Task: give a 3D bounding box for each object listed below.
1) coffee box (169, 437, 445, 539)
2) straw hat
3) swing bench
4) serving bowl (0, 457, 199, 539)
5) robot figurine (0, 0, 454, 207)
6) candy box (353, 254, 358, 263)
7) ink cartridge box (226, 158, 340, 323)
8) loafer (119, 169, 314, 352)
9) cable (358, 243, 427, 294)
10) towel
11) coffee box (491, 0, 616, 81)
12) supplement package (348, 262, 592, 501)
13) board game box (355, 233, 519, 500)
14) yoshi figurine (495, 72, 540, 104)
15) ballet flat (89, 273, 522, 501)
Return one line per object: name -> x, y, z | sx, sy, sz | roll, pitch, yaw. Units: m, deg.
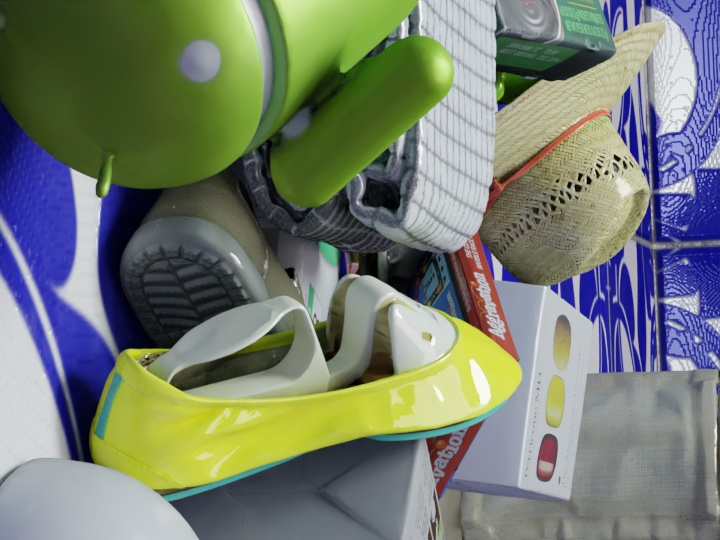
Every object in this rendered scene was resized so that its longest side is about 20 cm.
coffee box -> -0.017, 0.164, 1.075 | 0.080, 0.114, 0.200 | -79, 161, -49
straw hat -> 0.105, -0.040, 1.367 | 0.085, 0.201, 0.201 | 55, 9, 8
swing bench -> 0.164, 0.172, 1.713 | 0.130, 0.199, 0.200 | -80, 162, -45
serving bowl -> -0.081, 0.165, 0.894 | 0.200, 0.066, 0.200 | -2, 90, -78
robot figurine -> -0.052, -0.105, 0.886 | 0.175, 0.116, 0.200 | 50, 50, -3
candy box -> 0.033, -0.101, 1.476 | 0.102, 0.026, 0.200 | 82, 24, -45
ink cartridge box -> -0.023, 0.011, 1.243 | 0.200, 0.050, 0.161 | 62, 27, -58
loafer -> -0.042, 0.030, 1.078 | 0.200, 0.075, 0.070 | 73, 23, -48
cable -> 0.000, 0.000, 1.222 | 0.097, 0.050, 0.200 | -5, -113, 71
towel -> 0.002, -0.108, 1.093 | 0.166, 0.086, 0.200 | 15, 74, -76
coffee box -> 0.052, -0.194, 1.238 | 0.123, 0.044, 0.200 | 3, 66, -58
supplement package -> 0.059, 0.066, 1.428 | 0.200, 0.109, 0.114 | 27, 71, -76
board game box -> 0.029, 0.028, 1.222 | 0.200, 0.019, 0.103 | -104, -144, -60
yoshi figurine -> 0.039, -0.137, 1.288 | 0.112, 0.112, 0.200 | -53, 150, -3
ballet flat -> -0.015, 0.038, 0.996 | 0.067, 0.200, 0.067 | 34, -52, 47
